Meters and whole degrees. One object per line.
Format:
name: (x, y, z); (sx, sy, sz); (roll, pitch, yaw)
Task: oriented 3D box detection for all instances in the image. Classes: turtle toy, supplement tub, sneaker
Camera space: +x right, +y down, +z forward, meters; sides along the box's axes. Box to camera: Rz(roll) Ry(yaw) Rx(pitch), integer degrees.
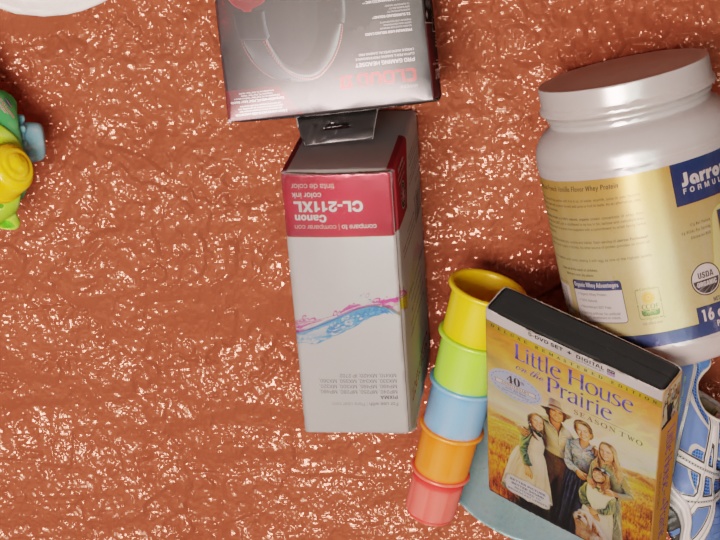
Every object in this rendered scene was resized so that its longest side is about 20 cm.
turtle toy: (-0.311, -0.114, 1.276); (0.145, 0.101, 0.201); (-26, 106, 40)
supplement tub: (0.203, -0.045, 1.224); (0.143, 0.144, 0.202); (-11, 104, 10)
sneaker: (0.247, 0.142, 1.294); (0.076, 0.076, 0.201); (-22, 119, 2)

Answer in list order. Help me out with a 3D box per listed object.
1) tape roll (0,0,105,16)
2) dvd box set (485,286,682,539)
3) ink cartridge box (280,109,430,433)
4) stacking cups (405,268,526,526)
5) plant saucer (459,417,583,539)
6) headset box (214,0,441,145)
tape roll: (-0.224, -0.284, 1.218); (0.200, 0.071, 0.204); (2, 113, 5)
dvd box set: (0.157, 0.117, 1.245); (0.146, 0.029, 0.201); (26, 141, 27)
ink cartridge box: (0.000, 0.000, 1.266); (0.082, 0.146, 0.202); (-1, 111, 8)
stacking cups: (0.069, 0.099, 1.307); (0.060, 0.061, 0.201); (15, 114, -1)
plant saucer: (0.155, 0.120, 1.357); (0.199, 0.039, 0.203); (2, 112, 6)
headset box: (-0.024, -0.190, 1.209); (0.147, 0.075, 0.202); (-5, 97, 8)
